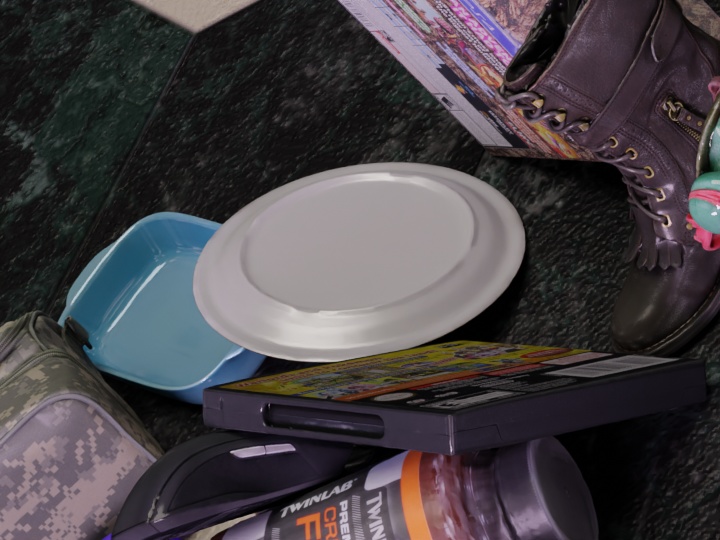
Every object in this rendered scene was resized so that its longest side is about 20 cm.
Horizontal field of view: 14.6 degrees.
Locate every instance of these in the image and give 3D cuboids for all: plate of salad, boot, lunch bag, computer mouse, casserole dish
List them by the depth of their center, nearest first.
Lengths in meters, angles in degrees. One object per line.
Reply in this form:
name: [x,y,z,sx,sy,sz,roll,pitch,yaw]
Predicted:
boot: [0.137,-0.065,1.497,0.069,0.174,0.200,23,88,55]
computer mouse: [-0.060,0.109,1.520,0.200,0.046,0.140,-15,-9,-28]
plate of salad: [0.000,0.000,1.670,0.200,0.048,0.200,-7,35,5]
lunch bag: [-0.224,0.130,1.691,0.200,0.139,0.168,-42,30,2]
casserole dish: [-0.112,0.028,1.774,0.200,0.039,0.121,15,64,49]

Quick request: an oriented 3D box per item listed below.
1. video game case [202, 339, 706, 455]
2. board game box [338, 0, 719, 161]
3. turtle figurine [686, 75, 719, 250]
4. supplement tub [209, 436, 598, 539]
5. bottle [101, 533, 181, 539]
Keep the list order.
video game case: [0.050,0.065,1.477,0.181,0.200,0.026,4,99,45]
board game box: [0.093,-0.151,1.620,0.097,0.159,0.200,-50,19,-11]
turtle figurine: [0.226,-0.076,1.448,0.101,0.150,0.200,21,67,24]
supplement tub: [0.021,0.151,1.459,0.200,0.107,0.107,-26,38,22]
bottle: [-0.109,0.224,1.540,0.084,0.065,0.200,-38,36,7]
